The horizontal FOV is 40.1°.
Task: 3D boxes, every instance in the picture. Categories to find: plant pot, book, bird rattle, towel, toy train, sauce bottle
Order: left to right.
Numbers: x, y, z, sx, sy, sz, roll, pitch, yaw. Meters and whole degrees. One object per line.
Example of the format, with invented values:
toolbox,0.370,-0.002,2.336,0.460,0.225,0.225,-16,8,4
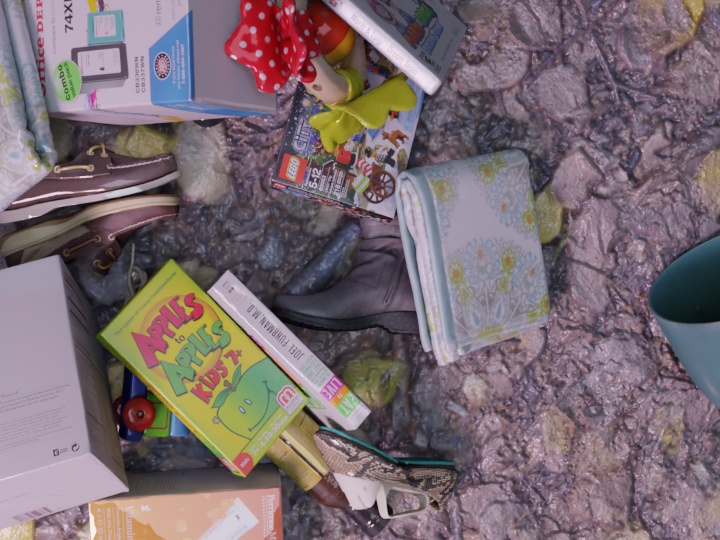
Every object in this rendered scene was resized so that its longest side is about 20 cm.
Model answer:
towel,-0.364,-0.159,0.950,0.048,0.170,0.204,-8,78,-44
toy train,-0.195,0.077,1.046,0.114,0.084,0.205,7,83,-24
book,-0.080,0.081,1.024,0.200,0.133,0.048,45,77,-7
bird rattle,-0.046,-0.214,0.959,0.199,0.112,0.166,32,45,-37
sauce bottle,-0.048,0.210,1.072,0.065,0.065,0.200,-44,97,-3
towel,0.123,-0.017,1.051,0.169,0.048,0.204,-14,97,-38
plant pot,0.434,0.067,1.067,0.198,0.201,0.163,-30,108,-5

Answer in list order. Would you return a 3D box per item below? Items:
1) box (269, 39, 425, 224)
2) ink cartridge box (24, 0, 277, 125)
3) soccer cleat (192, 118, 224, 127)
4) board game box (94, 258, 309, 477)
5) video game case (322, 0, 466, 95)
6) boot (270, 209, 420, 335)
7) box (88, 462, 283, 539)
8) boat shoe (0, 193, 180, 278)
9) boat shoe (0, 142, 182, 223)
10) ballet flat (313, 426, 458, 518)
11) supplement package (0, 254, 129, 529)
box,-0.007,-0.166,1.049,0.134,0.038,0.204,16,79,-8
ink cartridge box,-0.200,-0.223,0.946,0.196,0.145,0.150,0,94,28
soccer cleat,-0.133,-0.247,1.027,0.066,0.081,0.203,24,90,-8
board game box,-0.156,0.098,0.985,0.200,0.047,0.102,47,70,-12
video game case,0.024,-0.273,0.997,0.181,0.201,0.024,40,120,-8
boot,0.000,0.000,1.074,0.196,0.070,0.135,3,85,-12
box,-0.179,0.283,1.042,0.195,0.097,0.127,-3,93,-7
boat shoe,-0.274,-0.028,1.021,0.196,0.072,0.073,-16,94,2
boat shoe,-0.285,-0.098,1.022,0.196,0.072,0.061,-13,98,-1
ballet flat,0.027,0.223,1.046,0.198,0.067,0.077,23,75,-37
supplement package,-0.345,0.127,0.950,0.187,0.148,0.203,-15,65,-6
